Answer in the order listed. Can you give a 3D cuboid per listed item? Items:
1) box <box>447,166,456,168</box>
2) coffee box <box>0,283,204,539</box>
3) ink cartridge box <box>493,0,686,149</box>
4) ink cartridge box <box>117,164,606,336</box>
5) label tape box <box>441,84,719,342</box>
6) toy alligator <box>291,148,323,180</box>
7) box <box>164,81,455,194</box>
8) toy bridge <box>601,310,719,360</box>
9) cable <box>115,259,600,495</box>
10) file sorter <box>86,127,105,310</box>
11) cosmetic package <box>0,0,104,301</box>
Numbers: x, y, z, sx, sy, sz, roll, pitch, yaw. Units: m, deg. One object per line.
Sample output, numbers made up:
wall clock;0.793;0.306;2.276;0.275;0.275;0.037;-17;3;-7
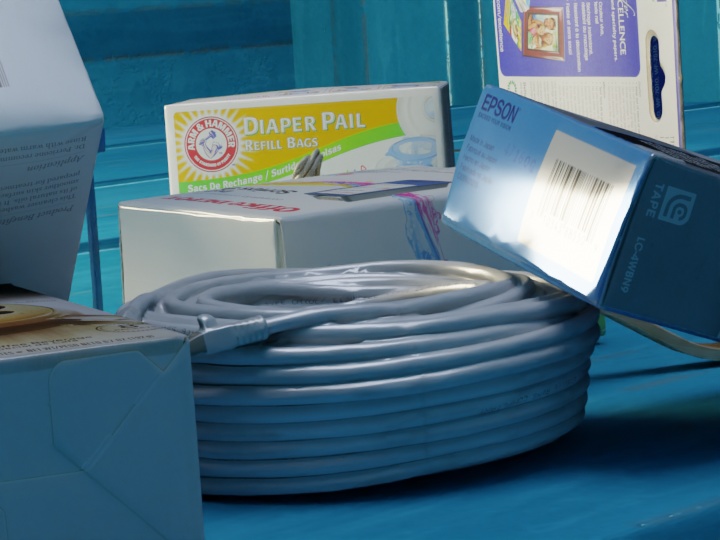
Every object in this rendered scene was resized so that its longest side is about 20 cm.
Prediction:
box;0.119;-0.025;1.480;0.121;0.048;0.200;-6;14;-22
coffee box;-0.140;0.055;0.848;0.112;0.081;0.200;-7;7;-24
ink cartridge box;0.157;-0.124;1.594;0.047;0.199;0.199;-8;9;-32
ink cartridge box;0.000;0.000;1.237;0.199;0.088;0.145;-10;10;-36
label tape box;0.152;-0.008;0.996;0.199;0.067;0.143;14;8;-25
toy alligator;-0.008;-0.015;1.393;0.054;0.059;0.200;36;-11;10
box;-0.034;-0.073;1.788;0.198;0.114;0.101;-4;6;6
toy bridge;0.177;0.006;1.161;0.198;0.068;0.027;-4;6;-20
cable;-0.004;0.038;0.986;0.198;0.070;0.200;-3;6;-5
file sorter;-0.235;-0.010;1.291;0.138;0.124;0.199;-9;8;-36
cosmetic package;-0.173;-0.014;0.980;0.112;0.082;0.201;-7;-36;-24
